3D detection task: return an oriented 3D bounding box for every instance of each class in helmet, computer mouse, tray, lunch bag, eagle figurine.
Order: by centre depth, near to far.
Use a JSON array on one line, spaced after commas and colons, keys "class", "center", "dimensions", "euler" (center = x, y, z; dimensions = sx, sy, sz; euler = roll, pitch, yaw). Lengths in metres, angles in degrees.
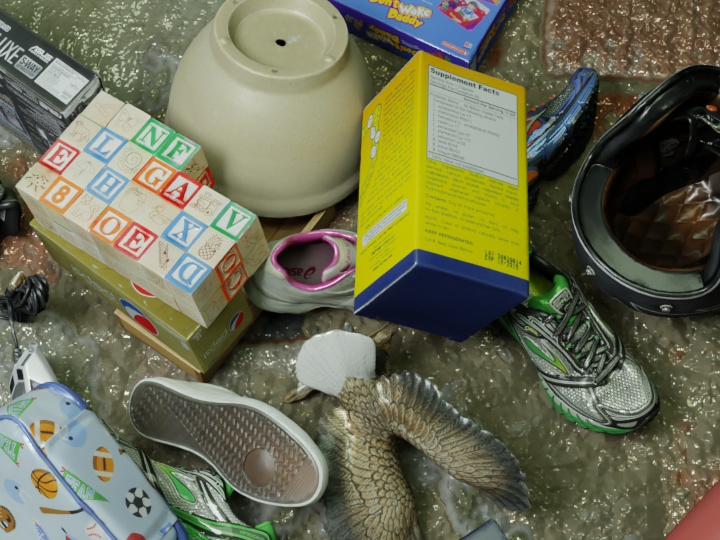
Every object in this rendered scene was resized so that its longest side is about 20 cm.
[{"class": "lunch bag", "center": [-0.239, 0.189, 1.097], "dimensions": [0.201, 0.160, 0.076], "euler": [53, 39, -3]}, {"class": "eagle figurine", "center": [0.031, 0.139, 1.143], "dimensions": [0.150, 0.152, 0.201], "euler": [-12, 59, -25]}, {"class": "helmet", "center": [0.277, -0.056, 1.182], "dimensions": [0.198, 0.191, 0.201], "euler": [19, 40, -17]}, {"class": "computer mouse", "center": [-0.274, 0.103, 1.201], "dimensions": [0.043, 0.110, 0.202], "euler": [-6, 75, -29]}, {"class": "tray", "center": [-0.120, -0.006, 1.263], "dimensions": [0.098, 0.037, 0.201], "euler": [32, 70, 16]}]

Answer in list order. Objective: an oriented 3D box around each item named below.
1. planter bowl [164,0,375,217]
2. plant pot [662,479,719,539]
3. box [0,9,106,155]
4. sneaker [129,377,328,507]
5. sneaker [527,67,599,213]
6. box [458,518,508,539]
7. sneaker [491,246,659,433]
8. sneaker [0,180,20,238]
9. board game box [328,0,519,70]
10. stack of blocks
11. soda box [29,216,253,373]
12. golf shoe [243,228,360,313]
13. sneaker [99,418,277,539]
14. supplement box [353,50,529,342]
[{"class": "planter bowl", "center": [-0.076, -0.168, 1.252], "dimensions": [0.198, 0.135, 0.202], "euler": [4, 51, -5]}, {"class": "plant pot", "center": [0.326, 0.231, 1.061], "dimensions": [0.177, 0.201, 0.201], "euler": [-34, 68, -1]}, {"class": "box", "center": [-0.309, -0.168, 1.278], "dimensions": [0.199, 0.158, 0.050], "euler": [34, 71, 17]}, {"class": "sneaker", "center": [-0.093, 0.133, 1.153], "dimensions": [0.199, 0.084, 0.073], "euler": [23, 99, 32]}, {"class": "sneaker", "center": [0.151, -0.118, 1.281], "dimensions": [0.078, 0.076, 0.200], "euler": [35, 70, 20]}, {"class": "box", "center": [0.100, 0.315, 1.017], "dimensions": [0.117, 0.200, 0.197], "euler": [-29, 67, -10]}, {"class": "sneaker", "center": [0.172, 0.057, 1.184], "dimensions": [0.078, 0.085, 0.200], "euler": [-41, 71, -14]}, {"class": "sneaker", "center": [-0.365, -0.091, 1.294], "dimensions": [0.113, 0.076, 0.201], "euler": [-3, 69, -1]}, {"class": "board game box", "center": [0.050, -0.283, 1.373], "dimensions": [0.199, 0.045, 0.135], "euler": [27, 70, 14]}, {"class": "stack of blocks", "center": [-0.172, -0.054, 1.163], "dimensions": [0.199, 0.059, 0.115], "euler": [30, 69, 24]}, {"class": "soda box", "center": [-0.190, 0.000, 1.207], "dimensions": [0.199, 0.064, 0.068], "euler": [33, 70, 26]}, {"class": "golf shoe", "center": [0.000, 0.000, 1.209], "dimensions": [0.198, 0.092, 0.076], "euler": [-4, 78, -15]}, {"class": "sneaker", "center": [-0.155, 0.191, 1.162], "dimensions": [0.200, 0.078, 0.085], "euler": [39, 66, 9]}, {"class": "supplement box", "center": [0.067, -0.060, 1.164], "dimensions": [0.108, 0.109, 0.202], "euler": [16, 61, -23]}]
